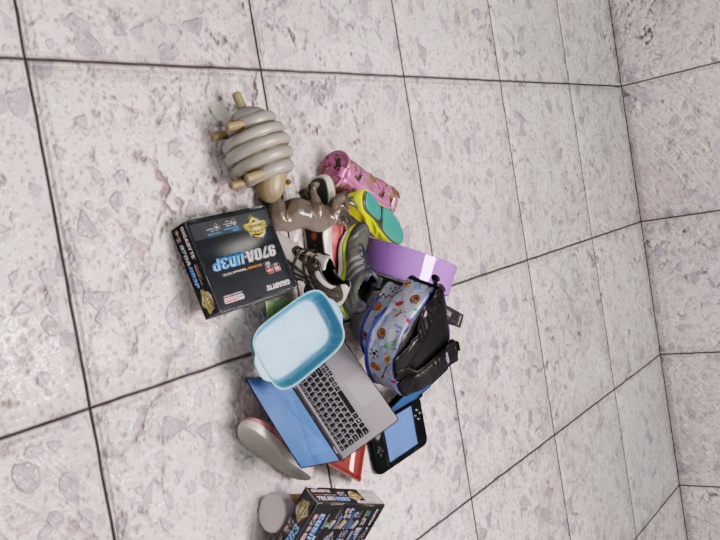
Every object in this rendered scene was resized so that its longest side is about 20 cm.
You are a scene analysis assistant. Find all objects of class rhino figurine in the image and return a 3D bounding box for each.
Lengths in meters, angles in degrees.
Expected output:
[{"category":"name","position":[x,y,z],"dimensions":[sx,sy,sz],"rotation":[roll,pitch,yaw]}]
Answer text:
[{"category":"rhino figurine","position":[-0.094,-0.115,1.582],"dimensions":[0.196,0.060,0.090],"rotation":[-1,76,-24]}]

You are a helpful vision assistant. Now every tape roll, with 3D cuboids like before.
[{"category":"tape roll","position":[0.097,-0.007,1.757],"dimensions":[0.198,0.198,0.067],"rotation":[21,86,-49]}]

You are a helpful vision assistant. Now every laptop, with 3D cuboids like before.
[{"category":"laptop","position":[-0.064,0.227,1.489],"dimensions":[0.198,0.188,0.117],"rotation":[-32,156,-12]}]

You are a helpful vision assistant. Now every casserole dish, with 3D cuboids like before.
[{"category":"casserole dish","position":[-0.113,0.120,1.485],"dimensions":[0.199,0.039,0.123],"rotation":[-37,103,-33]}]

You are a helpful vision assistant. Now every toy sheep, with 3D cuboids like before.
[{"category":"toy sheep","position":[-0.184,-0.217,1.492],"dimensions":[0.137,0.136,0.204],"rotation":[-24,97,-51]}]

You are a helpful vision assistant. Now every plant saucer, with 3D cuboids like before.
[{"category":"plant saucer","position":[-0.030,0.290,1.645],"dimensions":[0.200,0.036,0.204],"rotation":[50,45,-61]}]

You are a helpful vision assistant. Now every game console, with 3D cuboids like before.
[{"category":"game console","position":[0.110,0.315,1.798],"dimensions":[0.198,0.115,0.180],"rotation":[-17,98,-52]}]

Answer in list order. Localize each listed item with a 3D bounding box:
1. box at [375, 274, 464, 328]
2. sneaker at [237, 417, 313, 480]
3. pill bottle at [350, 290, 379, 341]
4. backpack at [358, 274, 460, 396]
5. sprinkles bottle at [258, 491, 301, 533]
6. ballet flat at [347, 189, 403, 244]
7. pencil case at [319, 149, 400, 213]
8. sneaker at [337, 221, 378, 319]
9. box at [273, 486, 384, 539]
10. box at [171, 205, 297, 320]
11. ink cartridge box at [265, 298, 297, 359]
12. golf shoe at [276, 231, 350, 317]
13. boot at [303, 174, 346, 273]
[{"category":"box","position":[0.115,0.064,1.822],"dimensions":[0.199,0.141,0.037],"rotation":[31,79,-47]},{"category":"sneaker","position":[-0.140,0.285,1.512],"dimensions":[0.201,0.074,0.106],"rotation":[48,48,-41]},{"category":"pill bottle","position":[0.077,0.126,1.789],"dimensions":[0.199,0.110,0.115],"rotation":[30,61,-47]},{"category":"backpack","position":[0.081,0.126,1.592],"dimensions":[0.192,0.151,0.203],"rotation":[-54,140,-36]},{"category":"sprinkles bottle","position":[-0.095,0.440,1.548],"dimensions":[0.198,0.067,0.070],"rotation":[19,69,-50]},{"category":"ballet flat","position":[0.023,-0.106,1.730],"dimensions":[0.200,0.066,0.068],"rotation":[41,47,-56]},{"category":"pencil case","position":[-0.001,-0.173,1.753],"dimensions":[0.199,0.085,0.085],"rotation":[30,55,-46]},{"category":"sneaker","position":[0.000,0.000,1.641],"dimensions":[0.074,0.079,0.204],"rotation":[39,53,-51]},{"category":"box","position":[-0.072,0.480,1.508],"dimensions":[0.197,0.049,0.203],"rotation":[19,103,-48]},{"category":"box","position":[-0.212,-0.018,1.457],"dimensions":[0.198,0.046,0.162],"rotation":[-17,83,-52]},{"category":"ink cartridge box","position":[-0.120,0.106,1.575],"dimensions":[0.198,0.058,0.107],"rotation":[-2,85,-52]},{"category":"golf shoe","position":[-0.095,-0.015,1.557],"dimensions":[0.200,0.095,0.078],"rotation":[46,32,2]},{"category":"boot","position":[-0.047,-0.088,1.698],"dimensions":[0.143,0.071,0.205],"rotation":[-7,97,-53]}]
